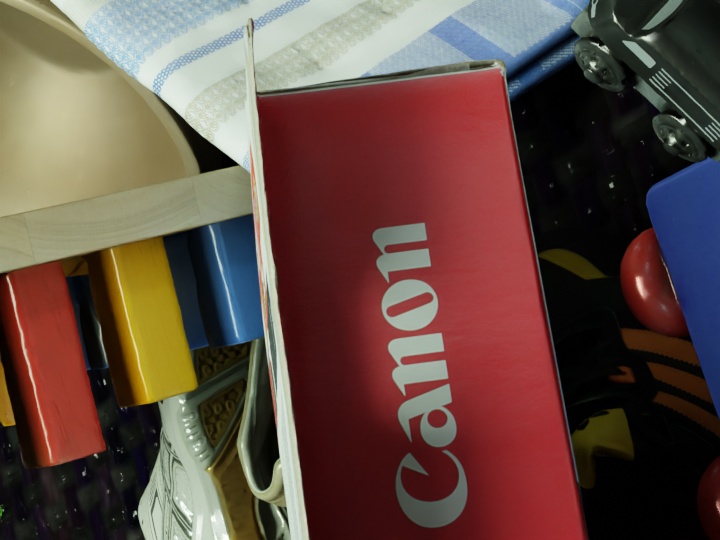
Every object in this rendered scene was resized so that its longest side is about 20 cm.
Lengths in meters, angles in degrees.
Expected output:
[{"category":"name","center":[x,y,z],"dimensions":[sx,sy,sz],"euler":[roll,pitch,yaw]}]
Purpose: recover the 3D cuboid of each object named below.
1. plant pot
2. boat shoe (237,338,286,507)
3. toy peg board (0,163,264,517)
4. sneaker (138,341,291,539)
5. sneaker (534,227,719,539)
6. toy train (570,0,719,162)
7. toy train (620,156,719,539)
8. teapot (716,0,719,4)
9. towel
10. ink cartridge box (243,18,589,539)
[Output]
[{"category":"plant pot","center":[-0.144,-0.087,0.970],"dimensions":[0.200,0.201,0.093],"euler":[-24,34,47]},{"category":"boat shoe","center":[0.000,0.000,0.862],"dimensions":[0.075,0.068,0.201],"euler":[21,110,45]},{"category":"toy peg board","center":[-0.131,0.033,0.831],"dimensions":[0.200,0.198,0.098],"euler":[-11,93,54]},{"category":"sneaker","center":[-0.065,0.079,0.941],"dimensions":[0.087,0.075,0.201],"euler":[-8,86,51]},{"category":"sneaker","center":[0.089,0.051,0.725],"dimensions":[0.070,0.090,0.201],"euler":[-38,52,16]},{"category":"toy train","center":[0.136,-0.008,0.577],"dimensions":[0.200,0.034,0.046],"euler":[42,163,-1]},{"category":"toy train","center":[0.165,0.055,0.654],"dimensions":[0.085,0.115,0.201],"euler":[-29,77,56]},{"category":"teapot","center":[0.108,-0.175,0.612],"dimensions":[0.198,0.146,0.200],"euler":[-47,13,0]},{"category":"towel","center":[-0.021,-0.107,0.830],"dimensions":[0.200,0.147,0.024],"euler":[41,155,37]},{"category":"ink cartridge box","center":[0.017,0.048,0.661],"dimensions":[0.176,0.083,0.201],"euler":[88,175,-63]}]
